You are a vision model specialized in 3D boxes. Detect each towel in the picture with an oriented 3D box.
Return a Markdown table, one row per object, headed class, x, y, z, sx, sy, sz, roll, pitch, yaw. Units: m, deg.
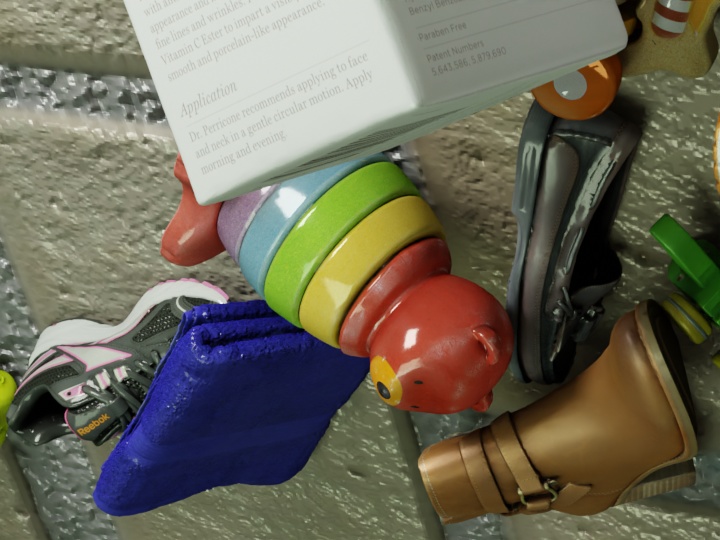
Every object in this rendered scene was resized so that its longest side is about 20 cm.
| class | x | y | z | sx | sy | sz | roll | pitch | yaw |
| --- | --- | --- | --- | --- | --- | --- | --- | --- | --- |
| towel | -0.073 | 0.076 | 1.800 | 0.050 | 0.147 | 0.200 | 66 | 147 | 23 |

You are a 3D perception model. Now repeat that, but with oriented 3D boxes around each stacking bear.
| class | x | y | z | sx | sy | sz | roll | pitch | yaw |
| --- | --- | --- | --- | --- | --- | --- | --- | --- | --- |
| stacking bear | 0.000 | 0.000 | 1.629 | 0.200 | 0.114 | 0.122 | 44 | 148 | 19 |

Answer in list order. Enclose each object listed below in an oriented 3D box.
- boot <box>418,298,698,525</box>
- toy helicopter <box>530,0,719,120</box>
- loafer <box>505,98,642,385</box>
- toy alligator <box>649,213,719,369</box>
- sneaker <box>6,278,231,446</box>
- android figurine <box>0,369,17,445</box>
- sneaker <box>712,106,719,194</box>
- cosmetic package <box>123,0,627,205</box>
| class | x | y | z | sx | sy | sz | roll | pitch | yaw |
| --- | --- | --- | --- | --- | --- | --- | --- | --- | --- |
| boot | 0.106 | 0.085 | 1.647 | 0.155 | 0.077 | 0.200 | -10 | 159 | 2 |
| toy helicopter | 0.163 | -0.157 | 1.451 | 0.199 | 0.079 | 0.133 | -6 | 119 | 25 |
| loafer | 0.117 | -0.009 | 1.620 | 0.063 | 0.072 | 0.201 | 14 | 134 | 16 |
| toy alligator | 0.223 | 0.040 | 1.609 | 0.200 | 0.059 | 0.054 | 44 | -179 | -14 |
| sneaker | -0.146 | 0.073 | 1.866 | 0.200 | 0.086 | 0.080 | -21 | 118 | 44 |
| android figurine | -0.316 | 0.055 | 2.002 | 0.182 | 0.041 | 0.200 | 29 | 141 | 7 |
| sneaker | 0.245 | -0.034 | 1.500 | 0.092 | 0.076 | 0.200 | -8 | 135 | 28 |
| cosmetic package | -0.008 | -0.161 | 1.421 | 0.165 | 0.165 | 0.201 | -20 | 89 | 45 |
